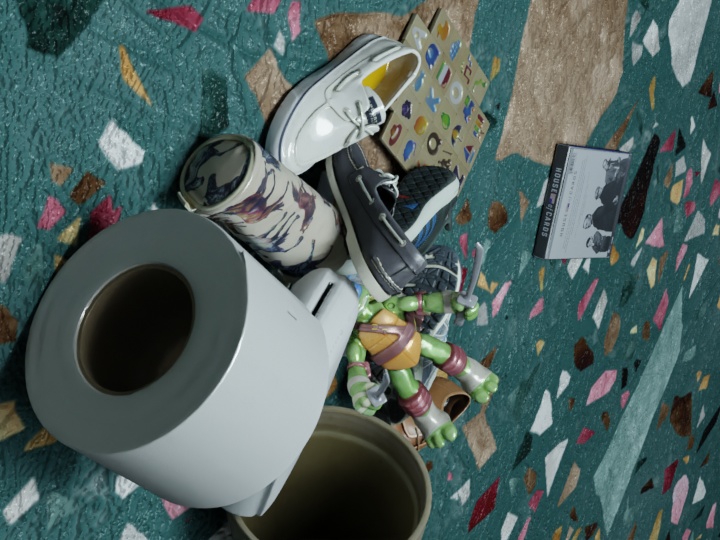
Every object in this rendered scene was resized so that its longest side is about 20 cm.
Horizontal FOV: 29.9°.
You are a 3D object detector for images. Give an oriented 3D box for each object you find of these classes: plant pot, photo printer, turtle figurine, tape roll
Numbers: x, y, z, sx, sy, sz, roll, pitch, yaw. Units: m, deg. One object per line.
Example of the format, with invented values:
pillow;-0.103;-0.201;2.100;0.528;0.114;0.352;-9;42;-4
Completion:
plant pot;-0.038;0.266;1.337;0.200;0.200;0.174;-40;150;-40
photo printer;-0.066;0.104;1.218;0.167;0.069;0.200;-61;174;-48
turtle figurine;0.062;0.091;1.303;0.194;0.199;0.144;46;52;-36
tape roll;-0.142;0.071;1.062;0.203;0.202;0.139;-63;146;-15

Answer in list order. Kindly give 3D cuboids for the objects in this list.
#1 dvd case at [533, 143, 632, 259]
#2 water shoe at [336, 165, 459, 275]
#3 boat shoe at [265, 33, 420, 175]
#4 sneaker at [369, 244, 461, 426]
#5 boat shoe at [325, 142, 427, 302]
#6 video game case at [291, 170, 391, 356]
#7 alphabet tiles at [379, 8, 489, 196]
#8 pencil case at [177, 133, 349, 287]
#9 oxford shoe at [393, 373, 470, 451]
dvd case;0.300;-0.090;1.804;0.200;0.025;0.151;-2;106;-55
water shoe;0.041;-0.032;1.363;0.200;0.071;0.079;-39;136;-40
boat shoe;-0.011;-0.154;1.273;0.200;0.070;0.071;-46;139;-35
sneaker;0.058;0.067;1.444;0.086;0.077;0.201;6;106;-68
boat shoe;0.017;-0.059;1.257;0.073;0.063;0.200;46;21;-43
video game case;0.000;0.000;1.402;0.200;0.024;0.183;10;95;-56
alphabet tiles;0.082;-0.173;1.440;0.200;0.006;0.167;47;61;-49
pencil case;-0.083;-0.050;1.205;0.090;0.078;0.200;-55;145;-3
oxford shoe;0.053;0.178;1.519;0.200;0.071;0.072;-38;135;-40
